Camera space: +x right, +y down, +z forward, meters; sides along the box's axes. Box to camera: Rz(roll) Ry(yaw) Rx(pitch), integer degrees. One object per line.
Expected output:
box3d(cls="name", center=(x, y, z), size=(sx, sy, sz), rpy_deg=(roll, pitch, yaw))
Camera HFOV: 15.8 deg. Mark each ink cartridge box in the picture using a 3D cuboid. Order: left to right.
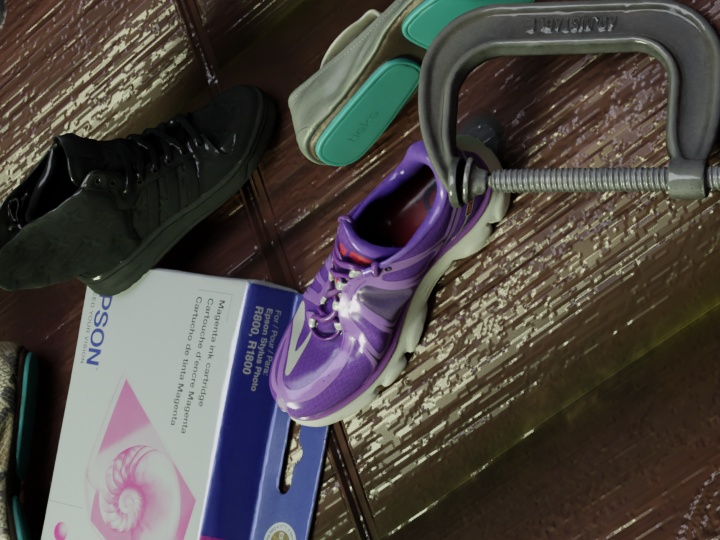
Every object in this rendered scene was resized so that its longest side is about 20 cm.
box3d(cls="ink cartridge box", center=(-0.107, 0.100, 1.610), size=(0.200, 0.043, 0.197), rpy_deg=(6, 84, 43))

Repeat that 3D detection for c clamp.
box3d(cls="c clamp", center=(0.121, -0.072, 1.419), size=(0.199, 0.027, 0.172), rpy_deg=(5, 75, 19))

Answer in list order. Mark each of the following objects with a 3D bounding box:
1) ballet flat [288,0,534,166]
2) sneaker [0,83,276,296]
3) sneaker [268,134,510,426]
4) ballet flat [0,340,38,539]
box3d(cls="ballet flat", center=(0.028, -0.143, 1.529), size=(0.200, 0.067, 0.064), rpy_deg=(-42, 49, 26))
box3d(cls="sneaker", center=(-0.148, -0.056, 1.606), size=(0.200, 0.104, 0.060), rpy_deg=(-46, 44, 4))
box3d(cls="sneaker", center=(0.000, 0.000, 1.505), size=(0.081, 0.083, 0.200), rpy_deg=(43, 109, 30))
box3d(cls="ballet flat", center=(-0.244, 0.144, 1.697), size=(0.075, 0.068, 0.201), rpy_deg=(-6, 71, 1))
